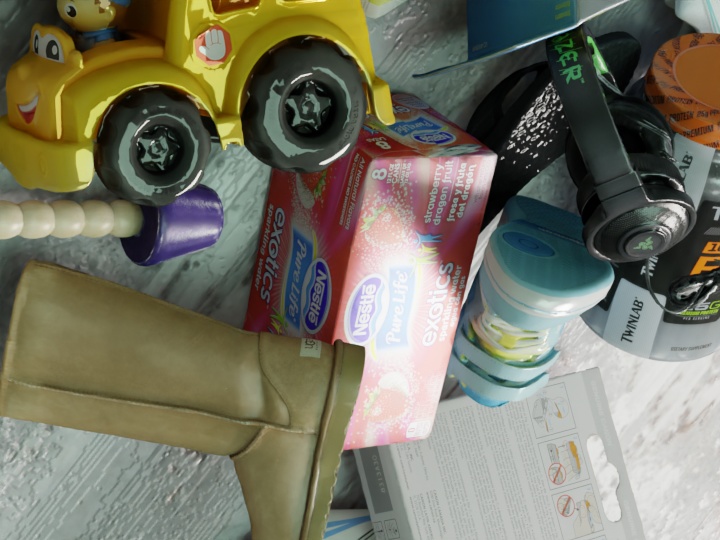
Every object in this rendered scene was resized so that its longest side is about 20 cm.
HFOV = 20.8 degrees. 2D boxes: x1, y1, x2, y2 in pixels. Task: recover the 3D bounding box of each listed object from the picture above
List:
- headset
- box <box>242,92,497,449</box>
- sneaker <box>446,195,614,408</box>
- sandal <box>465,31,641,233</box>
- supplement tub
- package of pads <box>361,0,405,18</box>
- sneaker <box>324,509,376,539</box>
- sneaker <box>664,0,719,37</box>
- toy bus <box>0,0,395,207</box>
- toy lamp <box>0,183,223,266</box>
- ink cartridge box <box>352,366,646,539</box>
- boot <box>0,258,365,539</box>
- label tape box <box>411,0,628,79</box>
[{"bbox_3d":[0.169,-0.057,1.144,0.094,0.124,0.200,-20,124,12],"label":"headset"},{"bbox_3d":[0.000,0.000,1.195,0.095,0.100,0.200,-5,119,-34],"label":"box"},{"bbox_3d":[0.096,0.036,1.193,0.200,0.079,0.131,-51,163,-74],"label":"sneaker"},{"bbox_3d":[0.092,-0.087,1.246,0.200,0.048,0.075,-44,149,11],"label":"sandal"},{"bbox_3d":[0.213,-0.047,1.276,0.122,0.123,0.200,-18,141,-26],"label":"supplement tub"},{"bbox_3d":[0.072,-0.233,1.083,0.200,0.068,0.155,-34,174,-15],"label":"package of pads"},{"bbox_3d":[0.000,0.201,1.336,0.200,0.072,0.072,-11,124,-29],"label":"sneaker"},{"bbox_3d":[0.247,-0.125,1.329,0.080,0.070,0.200,-18,124,-7],"label":"sneaker"},{"bbox_3d":[-0.096,-0.143,1.032,0.200,0.136,0.192,-16,111,-25],"label":"toy bus"},{"bbox_3d":[-0.170,-0.030,1.087,0.200,0.058,0.058,1,116,-34],"label":"toy lamp"},{"bbox_3d":[0.099,0.162,1.346,0.200,0.050,0.161,-10,83,-38],"label":"ink cartridge box"},{"bbox_3d":[-0.111,0.094,1.138,0.200,0.066,0.175,12,106,-4],"label":"boot"},{"bbox_3d":[0.130,-0.182,1.144,0.200,0.143,0.066,-25,96,-20],"label":"label tape box"}]
